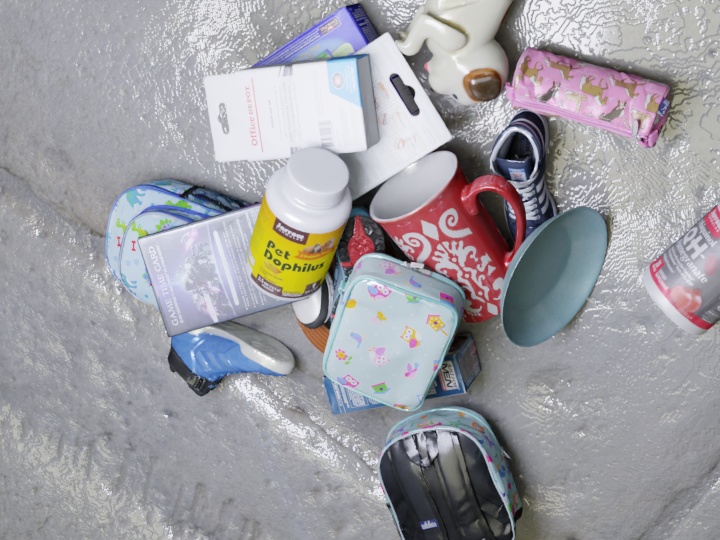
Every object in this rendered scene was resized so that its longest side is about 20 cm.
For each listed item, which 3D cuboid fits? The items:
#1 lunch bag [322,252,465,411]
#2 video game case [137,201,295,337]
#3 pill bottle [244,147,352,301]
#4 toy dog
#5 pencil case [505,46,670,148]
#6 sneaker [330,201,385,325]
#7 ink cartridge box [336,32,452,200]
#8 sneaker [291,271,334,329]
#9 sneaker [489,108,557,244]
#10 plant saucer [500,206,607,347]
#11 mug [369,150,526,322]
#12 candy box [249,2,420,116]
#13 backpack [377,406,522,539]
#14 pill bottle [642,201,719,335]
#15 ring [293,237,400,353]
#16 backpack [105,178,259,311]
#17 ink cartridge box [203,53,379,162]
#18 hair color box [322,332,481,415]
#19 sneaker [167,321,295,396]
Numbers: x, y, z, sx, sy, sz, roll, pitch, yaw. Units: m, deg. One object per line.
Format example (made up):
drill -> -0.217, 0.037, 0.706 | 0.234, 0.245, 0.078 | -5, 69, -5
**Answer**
lunch bag -> 0.038, 0.075, 1.621 | 0.160, 0.077, 0.200 | 22, 125, 3
video game case -> -0.184, -0.004, 1.695 | 0.200, 0.019, 0.143 | -16, 103, 0
pill bottle -> -0.076, -0.059, 1.581 | 0.109, 0.109, 0.200 | 30, 138, 7
toy dog -> 0.134, -0.309, 1.583 | 0.194, 0.140, 0.200 | -5, 107, -9
pencil case -> 0.284, -0.217, 1.571 | 0.200, 0.087, 0.083 | 19, 105, 12
sneaker -> 0.000, 0.000, 1.691 | 0.079, 0.096, 0.200 | 2, 119, -6
ink cartridge box -> -0.002, -0.189, 1.621 | 0.200, 0.047, 0.160 | -31, 95, 19
sneaker -> -0.095, -0.014, 1.744 | 0.074, 0.080, 0.200 | -17, 86, 33
sneaker -> 0.210, -0.102, 1.621 | 0.070, 0.108, 0.200 | 0, 106, 18
plant saucer -> 0.239, 0.002, 1.617 | 0.039, 0.201, 0.201 | 35, 118, 37
mug -> 0.132, -0.035, 1.621 | 0.200, 0.133, 0.177 | 53, 159, -26
candy box -> -0.026, -0.227, 1.679 | 0.169, 0.077, 0.200 | -28, 95, 23
backpack -> 0.122, 0.289, 1.753 | 0.177, 0.151, 0.200 | -19, 107, 20
pill bottle -> 0.458, -0.021, 1.564 | 0.111, 0.111, 0.200 | 44, 115, 1
ring -> -0.022, 0.029, 1.754 | 0.200, 0.019, 0.201 | 4, 96, 34
backpack -> -0.263, -0.034, 1.782 | 0.200, 0.147, 0.183 | 21, 109, 15
ink cartridge box -> -0.086, -0.203, 1.578 | 0.200, 0.068, 0.116 | -3, 104, 15
hair color box -> 0.058, 0.144, 1.756 | 0.200, 0.100, 0.061 | -11, 102, 21
sneaker -> -0.194, 0.140, 1.850 | 0.200, 0.077, 0.111 | 21, 107, 16
